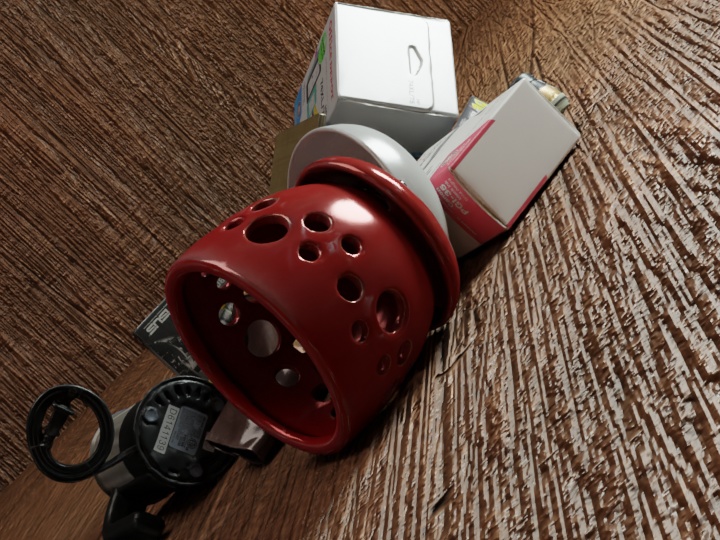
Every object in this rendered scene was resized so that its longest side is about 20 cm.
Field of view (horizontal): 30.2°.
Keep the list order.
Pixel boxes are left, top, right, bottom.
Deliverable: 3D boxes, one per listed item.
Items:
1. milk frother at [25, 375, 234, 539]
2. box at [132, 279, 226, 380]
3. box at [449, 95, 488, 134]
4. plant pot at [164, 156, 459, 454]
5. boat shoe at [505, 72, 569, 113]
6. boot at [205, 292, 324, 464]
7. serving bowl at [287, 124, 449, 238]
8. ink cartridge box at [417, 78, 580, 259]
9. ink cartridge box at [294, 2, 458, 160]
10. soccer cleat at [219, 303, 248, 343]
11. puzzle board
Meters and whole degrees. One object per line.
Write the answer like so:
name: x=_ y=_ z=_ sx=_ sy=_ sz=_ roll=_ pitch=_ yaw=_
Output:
milk frother: x=-0.265 y=0.186 z=1.448 sx=0.181 sy=0.200 sz=0.188 roll=-55 pitch=11 yaw=-29
box: x=-0.166 y=0.061 z=1.699 sx=0.200 sy=0.158 sz=0.048 roll=-47 pitch=6 yaw=-13
box: x=0.108 y=-0.131 z=1.551 sx=0.110 sy=0.035 sz=0.200 roll=-61 pitch=-1 yaw=22
plant pot: x=-0.028 y=0.021 z=1.093 sx=0.182 sy=0.200 sz=0.200 roll=-41 pitch=5 yaw=-28
boat shoe: x=0.149 y=-0.142 z=1.381 sx=0.075 sy=0.062 sz=0.200 roll=-44 pitch=-4 yaw=-26
boot: x=-0.111 y=0.104 z=1.357 sx=0.200 sy=0.072 sz=0.166 roll=12 pitch=59 yaw=53
serving bowl: x=0.017 y=-0.046 z=1.234 sx=0.066 sy=0.200 sz=0.200 roll=-25 pitch=-4 yaw=-31
ink cartridge box: x=0.100 y=-0.080 z=1.302 sx=0.147 sy=0.083 sz=0.200 roll=-51 pitch=9 yaw=-31
ink cartridge box: x=0.014 y=-0.192 z=1.590 sx=0.200 sy=0.146 sz=0.147 roll=119 pitch=153 yaw=-55
soccer cleat: x=-0.089 y=0.027 z=1.509 sx=0.200 sy=0.068 sz=0.081 roll=-44 pitch=10 yaw=-3
puzzle board: x=-0.077 y=-0.097 z=1.562 sx=0.200 sy=0.017 sz=0.151 roll=174 pitch=104 yaw=-73
